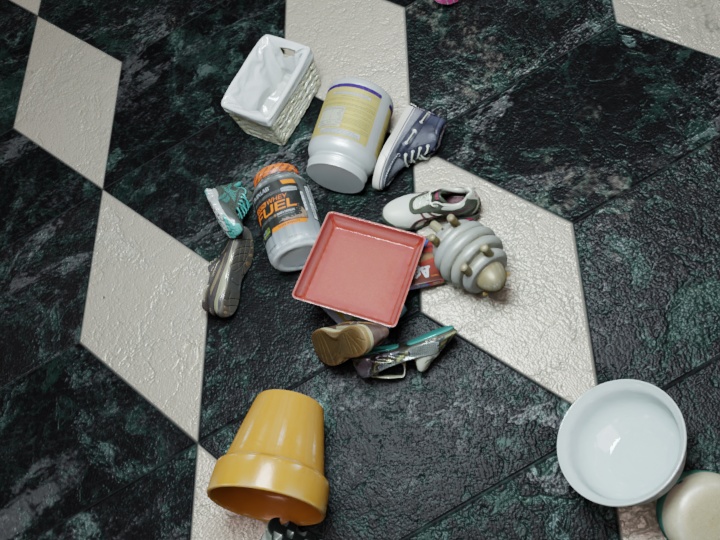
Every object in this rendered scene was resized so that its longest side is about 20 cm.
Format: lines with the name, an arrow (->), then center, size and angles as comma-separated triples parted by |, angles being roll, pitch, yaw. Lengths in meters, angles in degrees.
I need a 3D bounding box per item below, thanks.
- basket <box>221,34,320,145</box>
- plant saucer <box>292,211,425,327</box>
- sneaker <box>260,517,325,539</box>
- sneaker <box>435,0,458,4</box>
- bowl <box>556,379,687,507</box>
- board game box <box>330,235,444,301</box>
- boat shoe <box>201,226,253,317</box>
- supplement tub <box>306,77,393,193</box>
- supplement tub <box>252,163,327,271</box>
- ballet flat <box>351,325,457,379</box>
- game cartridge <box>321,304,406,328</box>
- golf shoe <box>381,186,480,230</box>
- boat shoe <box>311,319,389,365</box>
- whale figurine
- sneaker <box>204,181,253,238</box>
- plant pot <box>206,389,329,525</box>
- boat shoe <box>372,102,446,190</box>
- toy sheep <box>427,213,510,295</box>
basket -> -0.190, -0.395, 1.417 | 0.135, 0.123, 0.200 | 23, 77, 21
plant saucer -> 0.000, 0.000, 1.193 | 0.199, 0.037, 0.200 | 16, 62, 11
sneaker -> -0.082, 0.500, 1.071 | 0.200, 0.074, 0.089 | 29, 108, 8
sneaker -> 0.204, -0.688, 1.459 | 0.088, 0.081, 0.200 | 19, 67, 22
bowl -> 0.416, 0.279, 0.992 | 0.201, 0.090, 0.201 | -30, 38, 27
board game box -> 0.050, -0.003, 1.224 | 0.199, 0.019, 0.103 | -12, 61, -4
boat shoe -> -0.279, -0.003, 1.313 | 0.073, 0.075, 0.201 | 4, 64, 22
supplement tub -> -0.024, -0.276, 1.315 | 0.145, 0.145, 0.201 | 11, 72, 18
supplement tub -> -0.147, -0.109, 1.294 | 0.122, 0.123, 0.200 | -23, 65, 5
ballet flat -> 0.086, 0.157, 1.168 | 0.200, 0.072, 0.072 | -17, 66, 8
game cartridge -> -0.012, 0.044, 1.247 | 0.133, 0.040, 0.200 | -44, 65, -9
golf shoe -> 0.134, -0.133, 1.250 | 0.199, 0.088, 0.077 | -7, 69, 13
boat shoe -> -0.019, 0.125, 1.160 | 0.072, 0.200, 0.072 | -17, 86, -34
whale figurine -> 0.527, 0.391, 0.949 | 0.159, 0.104, 0.200 | -38, 89, -3
sneaker -> -0.264, -0.138, 1.335 | 0.091, 0.078, 0.200 | -26, 37, -9
plant pot -> -0.142, 0.315, 1.101 | 0.199, 0.200, 0.184 | 0, 53, 15
boat shoe -> 0.103, -0.244, 1.309 | 0.093, 0.075, 0.200 | 24, 83, 15
toy sheep -> 0.193, -0.033, 1.171 | 0.138, 0.138, 0.200 | -36, 57, -1
